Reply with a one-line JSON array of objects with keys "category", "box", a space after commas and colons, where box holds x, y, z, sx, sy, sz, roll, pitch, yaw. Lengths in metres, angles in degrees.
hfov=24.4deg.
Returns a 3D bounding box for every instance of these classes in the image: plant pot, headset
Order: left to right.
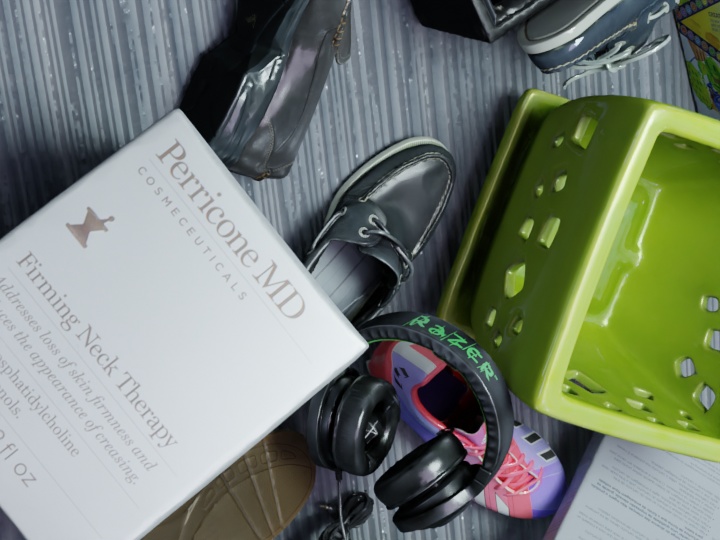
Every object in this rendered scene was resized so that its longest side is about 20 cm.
[{"category": "headset", "box": [0.024, 0.109, 1.051, 0.094, 0.123, 0.200, -37, 161, -55]}, {"category": "plant pot", "box": [0.175, -0.005, 1.078, 0.200, 0.181, 0.199, 17, 96, -29]}]

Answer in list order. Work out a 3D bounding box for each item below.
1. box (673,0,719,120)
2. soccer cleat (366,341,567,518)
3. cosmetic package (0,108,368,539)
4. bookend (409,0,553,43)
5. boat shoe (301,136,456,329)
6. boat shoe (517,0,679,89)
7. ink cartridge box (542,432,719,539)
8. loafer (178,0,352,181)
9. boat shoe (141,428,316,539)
[{"category": "box", "box": [0.329, -0.196, 1.132, 0.200, 0.122, 0.193, -26, 115, -17]}, {"category": "soccer cleat", "box": [0.082, 0.113, 1.126, 0.067, 0.076, 0.200, -47, 119, -7]}, {"category": "cosmetic package", "box": [-0.135, 0.043, 0.922, 0.200, 0.166, 0.167, -39, 94, -12]}, {"category": "bookend", "box": [0.095, -0.277, 1.009, 0.200, 0.092, 0.199, -34, 117, -15]}, {"category": "boat shoe", "box": [-0.002, -0.001, 1.057, 0.199, 0.066, 0.075, -43, 118, -9]}, {"category": "boat shoe", "box": [0.156, -0.159, 1.045, 0.200, 0.075, 0.062, -50, 125, -55]}, {"category": "ink cartridge box", "box": [0.230, 0.201, 1.160, 0.196, 0.043, 0.200, 32, 66, -1]}, {"category": "loafer", "box": [-0.036, -0.147, 1.001, 0.072, 0.073, 0.200, 22, 104, -38]}, {"category": "boat shoe", "box": [-0.114, 0.156, 1.051, 0.200, 0.065, 0.072, -31, 112, -36]}]
